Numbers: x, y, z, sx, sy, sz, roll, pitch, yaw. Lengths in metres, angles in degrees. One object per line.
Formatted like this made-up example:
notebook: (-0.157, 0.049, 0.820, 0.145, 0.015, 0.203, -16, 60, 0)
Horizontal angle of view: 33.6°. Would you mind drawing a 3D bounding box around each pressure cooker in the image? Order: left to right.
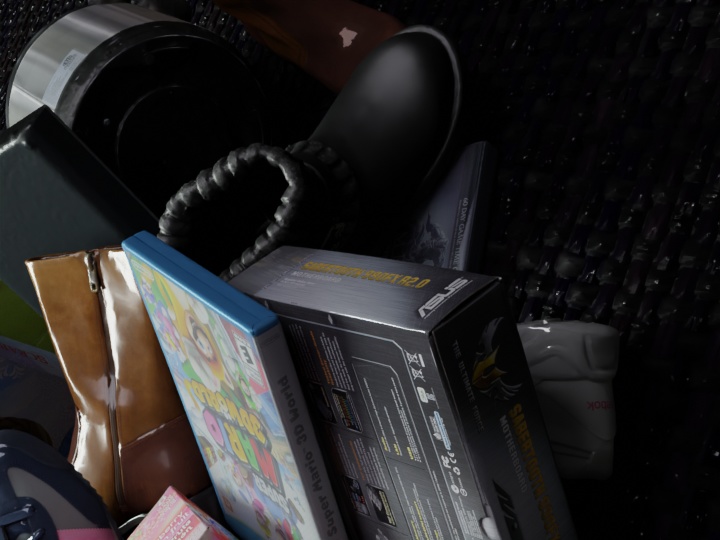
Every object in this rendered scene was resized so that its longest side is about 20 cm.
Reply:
pressure cooker: (-0.177, -0.118, 0.919, 0.175, 0.181, 0.199, -26, 29, -23)

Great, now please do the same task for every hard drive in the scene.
hard drive: (-0.193, -0.010, 0.828, 0.139, 0.200, 0.033, -21, 33, 37)

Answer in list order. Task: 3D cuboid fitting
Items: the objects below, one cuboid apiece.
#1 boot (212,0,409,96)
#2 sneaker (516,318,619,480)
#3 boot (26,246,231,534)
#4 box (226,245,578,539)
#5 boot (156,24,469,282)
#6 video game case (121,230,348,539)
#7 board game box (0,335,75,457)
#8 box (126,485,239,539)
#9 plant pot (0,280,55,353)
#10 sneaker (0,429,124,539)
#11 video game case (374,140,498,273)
boot: (-0.069, -0.202, 0.838, 0.069, 0.199, 0.188, -56, 39, 5)
sneaker: (0.052, 0.088, 0.637, 0.199, 0.077, 0.101, -19, 70, 49)
boot: (-0.189, 0.091, 0.788, 0.186, 0.068, 0.203, -11, 100, 30)
box: (0.024, 0.092, 0.578, 0.048, 0.202, 0.157, -32, 24, -31)
boot: (-0.021, -0.064, 0.703, 0.079, 0.157, 0.213, 29, 95, 25)
video game case: (-0.059, 0.087, 0.626, 0.018, 0.202, 0.143, -30, 33, -24)
board game box: (-0.298, 0.142, 0.884, 0.201, 0.199, 0.041, -55, 47, 8)
box: (-0.125, 0.237, 0.666, 0.201, 0.103, 0.094, -52, 20, -10)
plant pot: (-0.334, -0.024, 1.027, 0.199, 0.192, 0.203, -26, 51, 36)
sneaker: (-0.183, 0.194, 0.729, 0.070, 0.201, 0.082, -27, 11, 25)
video game case: (0.000, 0.000, 0.789, 0.199, 0.019, 0.145, -11, 60, 45)
